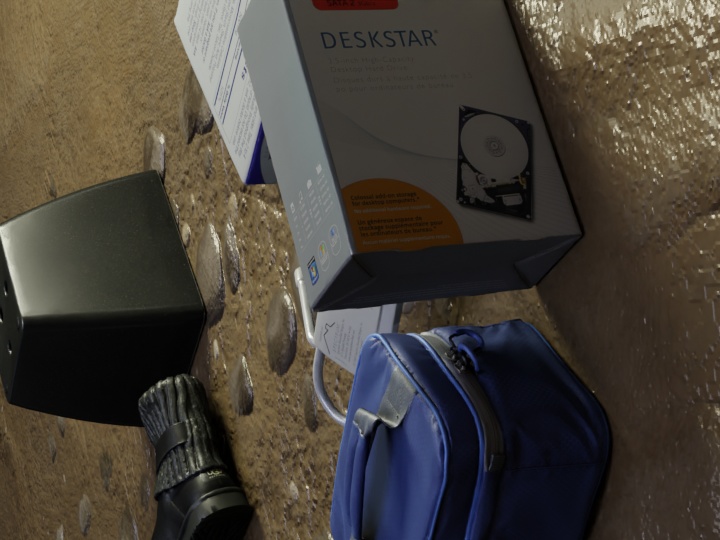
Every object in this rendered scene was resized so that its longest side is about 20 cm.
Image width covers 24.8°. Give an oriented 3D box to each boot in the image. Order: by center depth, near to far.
[{"bbox_3d":[-0.180,0.219,1.605,0.159,0.079,0.212,60,136,30],"label":"boot"}]

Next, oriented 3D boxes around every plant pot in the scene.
[{"bbox_3d":[-0.286,0.036,1.694,0.200,0.176,0.201,113,144,-46],"label":"plant pot"}]

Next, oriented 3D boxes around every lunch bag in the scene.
[{"bbox_3d":[0.055,0.127,1.005,0.136,0.131,0.202,-128,39,-50],"label":"lunch bag"}]

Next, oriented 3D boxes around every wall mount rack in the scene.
[{"bbox_3d":[0.000,0.000,1.129,0.173,0.074,0.202,32,127,33],"label":"wall mount rack"}]

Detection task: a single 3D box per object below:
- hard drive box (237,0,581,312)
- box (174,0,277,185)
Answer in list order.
[{"bbox_3d":[0.026,-0.087,1.000,0.077,0.154,0.202,127,132,-56],"label":"hard drive box"},{"bbox_3d":[-0.050,-0.198,1.207,0.185,0.104,0.201,109,147,-42],"label":"box"}]
